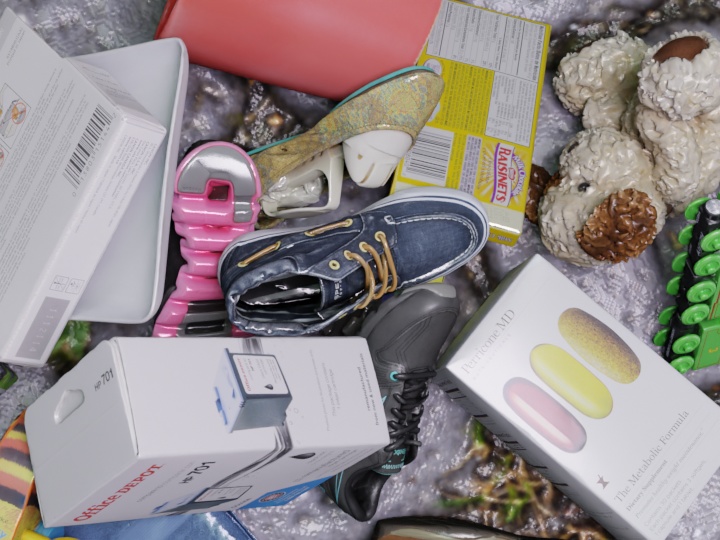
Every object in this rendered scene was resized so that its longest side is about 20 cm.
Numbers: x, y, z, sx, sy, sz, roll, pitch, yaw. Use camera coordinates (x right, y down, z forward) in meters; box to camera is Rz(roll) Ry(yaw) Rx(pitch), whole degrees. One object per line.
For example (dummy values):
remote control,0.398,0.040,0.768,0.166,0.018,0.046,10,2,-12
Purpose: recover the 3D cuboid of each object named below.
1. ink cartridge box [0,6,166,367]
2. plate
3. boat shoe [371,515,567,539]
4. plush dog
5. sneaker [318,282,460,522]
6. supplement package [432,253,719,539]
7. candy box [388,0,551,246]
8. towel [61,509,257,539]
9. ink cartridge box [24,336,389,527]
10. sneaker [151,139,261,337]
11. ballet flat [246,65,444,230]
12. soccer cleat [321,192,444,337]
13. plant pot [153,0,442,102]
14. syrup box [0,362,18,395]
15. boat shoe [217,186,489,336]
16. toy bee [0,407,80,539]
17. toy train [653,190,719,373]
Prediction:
ink cartridge box,-0.242,-0.062,1.047,0.176,0.045,0.201,42,108,37
plate,-0.195,-0.060,1.058,0.032,0.199,0.201,14,78,-47
boat shoe,0.105,0.231,1.083,0.199,0.076,0.074,11,85,-3
plush dog,0.202,-0.073,1.086,0.172,0.200,0.161,-43,109,-6
sneaker,0.025,0.095,1.045,0.075,0.201,0.079,0,42,-38
supplement package,0.163,0.098,1.085,0.200,0.110,0.114,39,81,0
candy box,0.085,-0.119,1.110,0.102,0.026,0.201,15,60,-6
towel,-0.161,0.186,1.073,0.112,0.049,0.200,-42,87,0
ink cartridge box,-0.105,0.108,0.987,0.199,0.146,0.086,0,65,-38
sneaker,-0.119,-0.007,1.092,0.078,0.095,0.201,6,107,-19
ballet flat,-0.015,-0.082,1.067,0.199,0.071,0.071,-23,84,34
soccer cleat,0.042,-0.004,1.120,0.084,0.065,0.201,46,69,-37
plant pot,-0.037,-0.217,1.074,0.176,0.200,0.202,23,82,-13
syrup box,-0.304,0.066,1.000,0.079,0.200,0.081,-44,88,-9
boat shoe,0.000,0.000,1.012,0.199,0.091,0.071,-14,112,-2
toy bee,-0.249,0.200,1.006,0.130,0.109,0.202,-2,95,11
toy train,0.258,0.012,1.071,0.056,0.201,0.042,-13,54,-8
